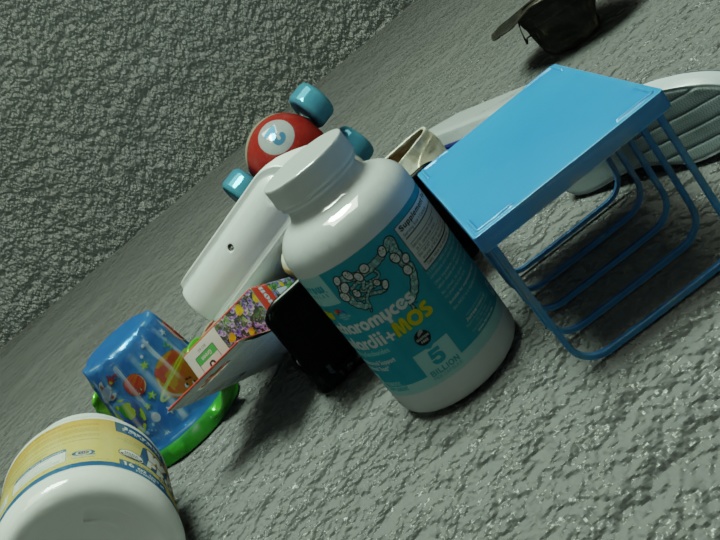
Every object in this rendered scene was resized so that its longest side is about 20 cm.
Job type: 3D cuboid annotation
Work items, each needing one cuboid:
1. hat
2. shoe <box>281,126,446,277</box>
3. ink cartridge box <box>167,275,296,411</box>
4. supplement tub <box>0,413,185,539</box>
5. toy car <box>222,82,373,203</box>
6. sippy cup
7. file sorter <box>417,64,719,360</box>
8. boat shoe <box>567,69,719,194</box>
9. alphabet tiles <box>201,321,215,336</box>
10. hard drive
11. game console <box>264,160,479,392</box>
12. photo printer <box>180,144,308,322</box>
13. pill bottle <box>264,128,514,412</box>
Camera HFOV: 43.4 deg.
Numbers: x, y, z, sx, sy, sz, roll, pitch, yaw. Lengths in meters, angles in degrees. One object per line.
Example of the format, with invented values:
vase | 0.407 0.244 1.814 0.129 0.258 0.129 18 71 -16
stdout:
hat | 0.264 -0.331 1.174 0.199 0.081 0.201 -35 9 7
shoe | -0.001 -0.066 0.875 0.199 0.054 0.070 -34 30 8
ink cartridge box | -0.108 0.062 0.869 0.109 0.051 0.199 -43 -11 23
supplement tub | -0.224 0.205 0.747 0.144 0.145 0.200 -42 18 -8
toy car | -0.050 -0.125 1.197 0.185 0.177 0.199 -53 32 -8
sippy cup | -0.223 0.121 0.979 0.177 0.131 0.140 -38 16 5
file sorter | 0.143 -0.046 0.637 0.138 0.123 0.200 -37 18 5
boat shoe | 0.231 -0.123 0.726 0.199 0.074 0.067 -15 31 55
alphabet tiles | -0.183 0.085 1.148 0.166 0.006 0.200 -46 14 17
hard drive | 0.148 -0.182 1.087 0.131 0.026 0.199 -33 12 -31
game console | 0.000 0.000 0.836 0.200 0.117 0.176 -42 17 -8
photo printer | -0.087 -0.048 0.963 0.201 0.069 0.166 -51 -9 24
pill bottle | 0.017 -0.002 0.660 0.110 0.201 0.111 -35 17 13
